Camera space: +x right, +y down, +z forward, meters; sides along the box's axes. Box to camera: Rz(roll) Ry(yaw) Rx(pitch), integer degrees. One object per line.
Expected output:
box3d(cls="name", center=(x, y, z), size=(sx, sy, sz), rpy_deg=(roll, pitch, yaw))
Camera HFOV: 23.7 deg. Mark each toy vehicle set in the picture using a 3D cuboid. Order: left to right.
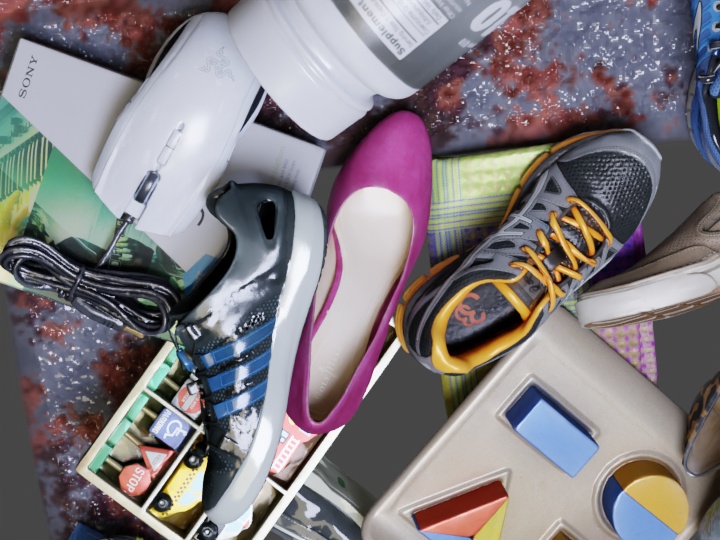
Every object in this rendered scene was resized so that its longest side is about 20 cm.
box3d(cls="toy vehicle set", center=(-0.075, 0.081, 1.093), size=(0.124, 0.027, 0.201), rpy_deg=(36, 90, -6))

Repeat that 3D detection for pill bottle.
box3d(cls="pill bottle", center=(0.029, -0.171, 0.974), size=(0.199, 0.114, 0.114), rpy_deg=(-38, 110, 16))

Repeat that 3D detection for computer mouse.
box3d(cls="computer mouse", center=(-0.121, -0.062, 1.008), size=(0.109, 0.044, 0.201), rpy_deg=(29, 90, -6))

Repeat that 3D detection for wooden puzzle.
box3d(cls="wooden puzzle", center=(0.128, 0.152, 1.107), size=(0.185, 0.046, 0.200), rpy_deg=(39, 92, -16))

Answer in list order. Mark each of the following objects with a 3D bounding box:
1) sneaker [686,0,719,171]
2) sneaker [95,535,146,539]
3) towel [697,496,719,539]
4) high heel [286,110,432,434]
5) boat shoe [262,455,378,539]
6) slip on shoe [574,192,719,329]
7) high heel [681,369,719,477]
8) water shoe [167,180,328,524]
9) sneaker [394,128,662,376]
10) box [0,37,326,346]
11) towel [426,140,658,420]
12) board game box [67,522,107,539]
box3d(cls="sneaker", center=(0.229, -0.142, 1.001), size=(0.078, 0.089, 0.202), rpy_deg=(-9, 114, 3))
box3d(cls="sneaker", center=(-0.129, 0.265, 1.157), size=(0.075, 0.077, 0.201), rpy_deg=(-26, 111, 12))
box3d(cls="towel", center=(0.297, 0.100, 1.047), size=(0.200, 0.171, 0.048), rpy_deg=(-39, 74, -9))
box3d(cls="high heel", center=(0.000, 0.000, 1.031), size=(0.067, 0.096, 0.201), rpy_deg=(24, 93, -6))
box3d(cls="boat shoe", center=(-0.017, 0.178, 1.157), size=(0.200, 0.072, 0.068), rpy_deg=(40, 100, -8))
box3d(cls="slip on shoe", center=(0.224, -0.017, 1.065), size=(0.198, 0.076, 0.061), rpy_deg=(-19, 80, 3))
box3d(cls="high heel", center=(0.246, 0.072, 1.024), size=(0.071, 0.200, 0.143), rpy_deg=(34, 92, 7))
box3d(cls="water shoe", center=(-0.079, 0.046, 1.006), size=(0.078, 0.071, 0.202), rpy_deg=(13, 93, -15))
box3d(cls="sneaker", center=(0.108, -0.004, 1.043), size=(0.200, 0.077, 0.078), rpy_deg=(-44, 104, 8))
box3d(cls="box", center=(-0.137, -0.041, 1.047), size=(0.198, 0.036, 0.146), rpy_deg=(19, 92, -5))
box3d(cls="towel", center=(0.116, 0.012, 1.110), size=(0.142, 0.023, 0.202), rpy_deg=(-7, 114, 4))
box3d(cls="board game box", center=(-0.150, 0.287, 1.229), size=(0.199, 0.037, 0.152), rpy_deg=(28, 111, -13))
